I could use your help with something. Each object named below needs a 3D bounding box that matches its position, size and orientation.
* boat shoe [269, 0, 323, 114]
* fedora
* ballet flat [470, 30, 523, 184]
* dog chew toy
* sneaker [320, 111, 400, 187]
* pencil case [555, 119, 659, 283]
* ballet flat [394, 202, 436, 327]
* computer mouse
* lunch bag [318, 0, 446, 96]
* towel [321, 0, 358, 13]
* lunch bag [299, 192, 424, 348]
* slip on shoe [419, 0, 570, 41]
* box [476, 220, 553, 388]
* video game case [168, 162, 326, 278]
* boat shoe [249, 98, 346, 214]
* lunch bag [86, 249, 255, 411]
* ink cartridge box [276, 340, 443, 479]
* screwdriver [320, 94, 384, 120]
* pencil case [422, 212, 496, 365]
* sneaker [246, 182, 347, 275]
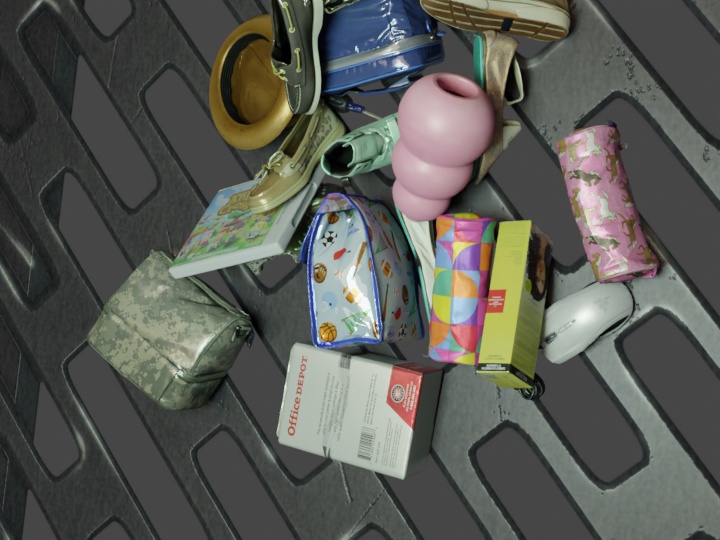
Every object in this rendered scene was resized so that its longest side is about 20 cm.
[{"bbox_3d":[-0.088,-0.282,1.454,0.072,0.060,0.202,54,153,39],"label":"boat shoe"},{"bbox_3d":[-0.132,-0.263,1.622,0.200,0.082,0.202,-9,76,39],"label":"fedora"},{"bbox_3d":[0.180,-0.211,1.490,0.067,0.068,0.202,1,105,-10],"label":"ballet flat"},{"bbox_3d":[0.095,-0.149,1.453,0.124,0.124,0.201,35,129,22],"label":"dog chew toy"},{"bbox_3d":[0.042,-0.170,1.521,0.199,0.118,0.074,-21,96,27],"label":"sneaker"},{"bbox_3d":[0.308,-0.081,1.417,0.086,0.083,0.201,-16,81,15],"label":"pencil case"},{"bbox_3d":[0.101,-0.015,1.531,0.069,0.069,0.201,-20,79,24],"label":"ballet flat"},{"bbox_3d":[0.256,0.077,1.459,0.200,0.044,0.110,-38,72,20],"label":"computer mouse"},{"bbox_3d":[0.020,-0.304,1.529,0.199,0.136,0.133,-9,101,28],"label":"lunch bag"},{"bbox_3d":[0.026,-0.399,1.482,0.191,0.200,0.035,-22,114,1],"label":"towel"},{"bbox_3d":[0.000,0.000,1.516,0.123,0.170,0.202,-6,87,20],"label":"lunch bag"},{"bbox_3d":[0.175,-0.347,1.463,0.198,0.076,0.061,9,76,-4],"label":"slip on shoe"},{"bbox_3d":[0.197,0.043,1.437,0.050,0.075,0.201,-1,70,35],"label":"box"},{"bbox_3d":[-0.156,-0.072,1.589,0.199,0.183,0.022,-13,126,34],"label":"video game case"},{"bbox_3d":[-0.097,-0.156,1.564,0.073,0.200,0.063,-6,128,45],"label":"boat shoe"},{"bbox_3d":[-0.269,0.086,1.657,0.200,0.139,0.168,38,105,21],"label":"lunch bag"},{"bbox_3d":[-0.002,0.186,1.558,0.199,0.084,0.145,12,95,24],"label":"ink cartridge box"},{"bbox_3d":[0.020,-0.220,1.596,0.199,0.028,0.029,21,69,18],"label":"screwdriver"},{"bbox_3d":[0.131,0.026,1.464,0.088,0.088,0.202,7,98,25],"label":"pencil case"},{"bbox_3d":[-0.097,-0.058,1.633,0.199,0.077,0.089,-26,111,19],"label":"sneaker"}]
